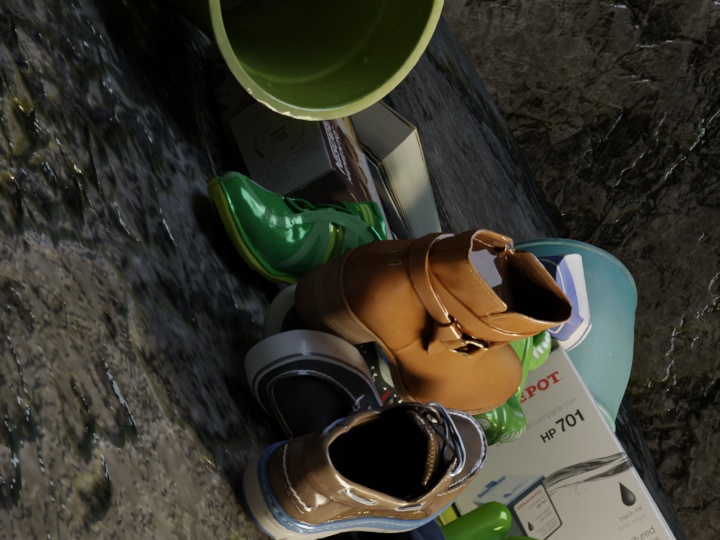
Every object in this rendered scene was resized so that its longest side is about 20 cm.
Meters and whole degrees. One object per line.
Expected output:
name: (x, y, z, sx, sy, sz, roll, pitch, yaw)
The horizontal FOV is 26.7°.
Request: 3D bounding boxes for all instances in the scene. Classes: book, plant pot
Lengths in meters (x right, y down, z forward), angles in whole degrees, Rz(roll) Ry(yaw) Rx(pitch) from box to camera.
book: (0.006, -0.104, 1.372, 0.134, 0.048, 0.200, 44, -8, 25)
plant pot: (0.207, 0.103, 1.657, 0.201, 0.198, 0.190, 53, 31, -40)
plant pot: (-0.069, -0.232, 1.111, 0.189, 0.200, 0.201, 30, -18, 50)

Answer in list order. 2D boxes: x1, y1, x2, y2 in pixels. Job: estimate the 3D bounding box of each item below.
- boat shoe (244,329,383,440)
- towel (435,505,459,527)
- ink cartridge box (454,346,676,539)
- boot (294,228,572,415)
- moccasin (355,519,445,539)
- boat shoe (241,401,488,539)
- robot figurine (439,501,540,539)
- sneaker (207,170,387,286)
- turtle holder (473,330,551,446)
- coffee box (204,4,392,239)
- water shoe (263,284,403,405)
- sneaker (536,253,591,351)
boat shoe: (-0.011, 0.103, 0.963, 0.200, 0.068, 0.057, 52, 16, -53)
towel: (0.064, 0.198, 1.215, 0.202, 0.018, 0.086, 61, 6, -10)
ink cartridge box: (0.158, 0.188, 1.261, 0.202, 0.145, 0.086, 61, 5, 15)
boot: (0.074, 0.036, 0.947, 0.199, 0.154, 0.075, 23, 63, -39)
moccasin: (0.031, 0.216, 0.910, 0.068, 0.080, 0.201, 43, 11, -41)
boat shoe: (0.023, 0.114, 0.888, 0.199, 0.072, 0.073, -10, 74, -51)
robot figurine: (0.103, 0.248, 1.019, 0.200, 0.114, 0.178, -32, 101, -79)
sneaker: (-0.028, -0.025, 1.064, 0.199, 0.084, 0.074, 31, 18, -39)
turtle holder: (0.058, 0.063, 1.179, 0.131, 0.140, 0.188, 31, 48, -46)
coffee box: (-0.049, -0.093, 1.181, 0.113, 0.079, 0.201, 52, 15, -45)
water shoe: (-0.020, 0.068, 1.045, 0.079, 0.072, 0.200, 35, -10, 44)
sneaker: (0.102, 0.041, 1.301, 0.199, 0.114, 0.082, -18, -100, 61)
